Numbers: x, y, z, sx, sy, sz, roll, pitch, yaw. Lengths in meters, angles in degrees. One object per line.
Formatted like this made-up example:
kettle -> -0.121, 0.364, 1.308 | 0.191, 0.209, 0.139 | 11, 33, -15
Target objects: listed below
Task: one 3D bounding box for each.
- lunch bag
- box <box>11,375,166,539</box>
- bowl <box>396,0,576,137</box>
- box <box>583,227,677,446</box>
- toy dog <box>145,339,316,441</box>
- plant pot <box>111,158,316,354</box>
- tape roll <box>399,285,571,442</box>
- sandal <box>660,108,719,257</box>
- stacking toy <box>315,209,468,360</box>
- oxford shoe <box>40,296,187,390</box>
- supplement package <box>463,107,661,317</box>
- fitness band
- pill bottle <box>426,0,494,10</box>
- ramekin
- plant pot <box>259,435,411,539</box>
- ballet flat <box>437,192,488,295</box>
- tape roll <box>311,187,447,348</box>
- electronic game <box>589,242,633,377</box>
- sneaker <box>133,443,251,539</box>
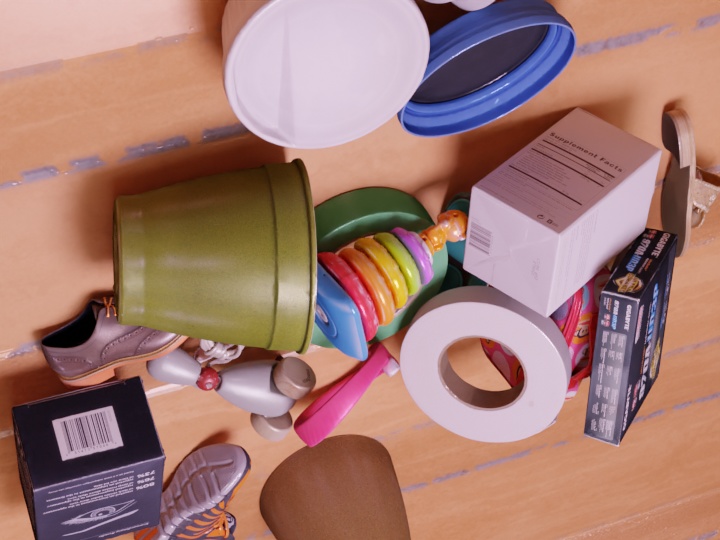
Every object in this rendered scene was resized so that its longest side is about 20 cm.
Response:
lunch bag -> 0.227, 0.059, 1.816 | 0.081, 0.176, 0.201 | -7, 131, -29
box -> -0.302, 0.220, 1.701 | 0.147, 0.105, 0.200 | -13, 152, -18
bowl -> 0.124, -0.207, 1.565 | 0.199, 0.040, 0.201 | -22, 161, -8
box -> 0.310, 0.074, 1.751 | 0.159, 0.046, 0.201 | -46, 145, -51
toy dog -> -0.143, 0.110, 1.750 | 0.132, 0.097, 0.200 | -36, 124, 18
plant pot -> -0.155, -0.012, 1.557 | 0.191, 0.201, 0.201 | -1, 131, -11
tape roll -> 0.145, 0.110, 1.771 | 0.201, 0.037, 0.204 | 9, 125, 13
sandal -> 0.404, -0.105, 1.831 | 0.069, 0.078, 0.213 | -16, 130, -6
stacking toy -> 0.036, -0.007, 1.657 | 0.199, 0.116, 0.110 | -34, 144, -16
oxford shoe -> -0.248, 0.056, 1.641 | 0.199, 0.071, 0.073 | -30, 133, 1
supplement package -> 0.222, -0.067, 1.684 | 0.200, 0.119, 0.122 | -37, 145, -36
fitness band -> -0.017, 0.145, 1.785 | 0.144, 0.037, 0.200 | -44, -179, -1
pill bottle -> 0.056, -0.322, 1.423 | 0.109, 0.110, 0.200 | -45, 135, 16
ramekin -> -0.042, -0.222, 1.465 | 0.201, 0.095, 0.203 | -12, 137, -12
plant pot -> -0.010, 0.344, 1.938 | 0.185, 0.200, 0.187 | -14, 134, -15
ballet flat -> 0.127, -0.021, 1.783 | 0.070, 0.067, 0.201 | -30, 143, -36
tape roll -> 0.000, 0.000, 1.736 | 0.199, 0.048, 0.201 | -15, 134, -16
electronic game -> 0.319, 0.049, 1.873 | 0.041, 0.200, 0.201 | 16, 134, 15
sneaker -> -0.183, 0.286, 1.893 | 0.200, 0.078, 0.112 | -40, 141, 26
